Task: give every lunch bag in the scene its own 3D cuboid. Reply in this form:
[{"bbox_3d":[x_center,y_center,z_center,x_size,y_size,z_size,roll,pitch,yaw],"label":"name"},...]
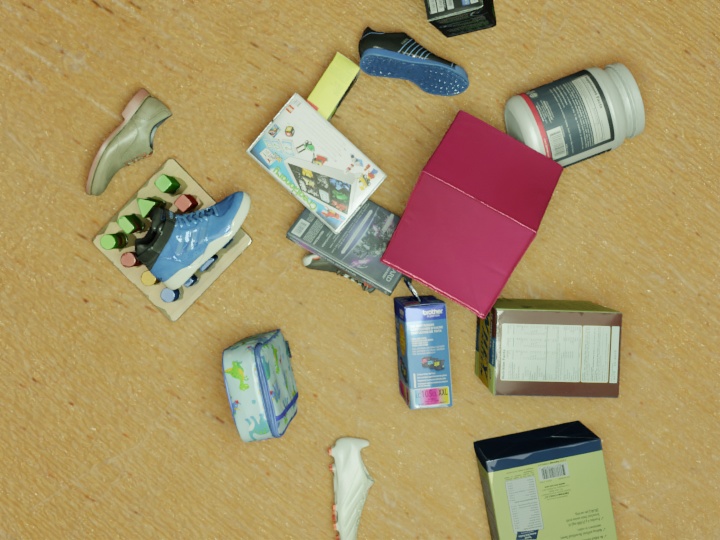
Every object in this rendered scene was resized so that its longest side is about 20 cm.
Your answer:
[{"bbox_3d":[-0.159,0.189,1.445,0.081,0.200,0.163,-11,92,7],"label":"lunch bag"}]

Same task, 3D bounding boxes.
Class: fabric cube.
[{"bbox_3d":[0.175,-0.089,1.391,0.194,0.200,0.201,28,132,3],"label":"fabric cube"}]

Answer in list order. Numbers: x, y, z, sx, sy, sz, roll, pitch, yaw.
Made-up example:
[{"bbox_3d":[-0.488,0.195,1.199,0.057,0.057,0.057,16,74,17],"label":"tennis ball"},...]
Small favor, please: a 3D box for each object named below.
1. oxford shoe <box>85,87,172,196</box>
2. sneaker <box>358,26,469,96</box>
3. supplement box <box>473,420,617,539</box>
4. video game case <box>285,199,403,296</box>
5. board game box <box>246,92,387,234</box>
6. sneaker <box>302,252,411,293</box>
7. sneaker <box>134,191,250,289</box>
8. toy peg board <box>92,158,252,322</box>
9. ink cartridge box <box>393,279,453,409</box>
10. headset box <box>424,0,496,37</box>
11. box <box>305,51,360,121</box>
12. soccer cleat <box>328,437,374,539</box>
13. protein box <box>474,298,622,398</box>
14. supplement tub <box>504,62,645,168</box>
[{"bbox_3d":[-0.390,-0.203,1.483,0.074,0.070,0.201,32,93,-8],"label":"oxford shoe"},{"bbox_3d":[0.091,-0.356,1.483,0.197,0.070,0.079,13,57,-18],"label":"sneaker"},{"bbox_3d":[0.312,0.385,1.498,0.197,0.134,0.203,-11,94,0],"label":"supplement box"},{"bbox_3d":[-0.004,-0.059,1.466,0.198,0.019,0.143,30,56,8],"label":"video game case"},{"bbox_3d":[-0.071,-0.172,1.431,0.200,0.035,0.126,42,91,0],"label":"board game box"},{"bbox_3d":[0.000,0.000,1.501,0.197,0.077,0.083,-1,100,0],"label":"sneaker"},{"bbox_3d":[-0.273,-0.073,1.407,0.200,0.077,0.111,-43,118,7],"label":"sneaker"},{"bbox_3d":[-0.321,-0.049,1.479,0.199,0.098,0.200,45,92,-3],"label":"toy peg board"},{"bbox_3d":[0.102,0.117,1.477,0.075,0.136,0.203,-3,94,-6],"label":"ink cartridge box"},{"bbox_3d":[0.152,-0.480,1.417,0.091,0.200,0.177,-9,93,16],"label":"headset box"},{"bbox_3d":[-0.074,-0.263,1.482,0.050,0.075,0.201,34,93,-2],"label":"box"},{"bbox_3d":[-0.013,0.390,1.528,0.076,0.069,0.203,-3,91,-4],"label":"soccer cleat"},{"bbox_3d":[0.300,0.123,1.450,0.197,0.199,0.137,2,93,-1],"label":"protein box"},{"bbox_3d":[0.350,-0.249,1.458,0.197,0.140,0.142,-20,94,0],"label":"supplement tub"}]
